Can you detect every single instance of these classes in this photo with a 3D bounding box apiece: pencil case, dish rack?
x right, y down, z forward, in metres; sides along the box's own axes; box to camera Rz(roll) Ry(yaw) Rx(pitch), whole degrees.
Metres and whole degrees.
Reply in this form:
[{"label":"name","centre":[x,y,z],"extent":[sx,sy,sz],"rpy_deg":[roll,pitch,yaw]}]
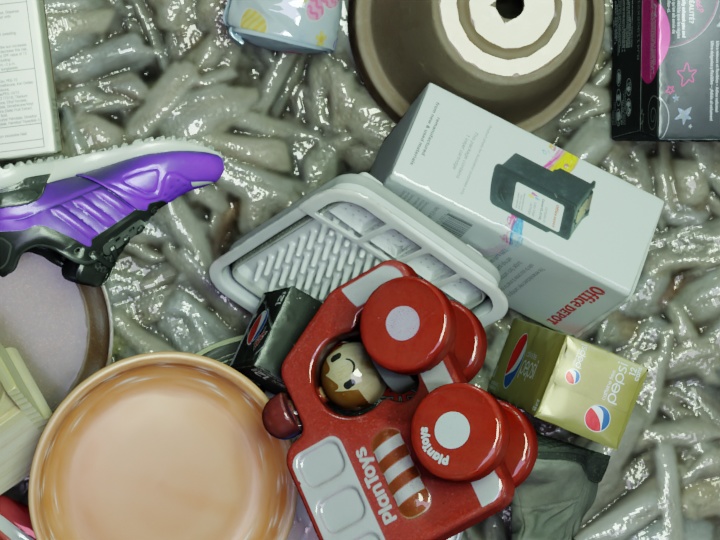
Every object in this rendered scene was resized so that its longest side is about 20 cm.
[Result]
[{"label":"pencil case","centre":[-0.045,-0.263,1.632],"extent":[0.090,0.083,0.202],"rpy_deg":[8,93,-23]},{"label":"dish rack","centre":[0.000,0.000,1.604],"extent":[0.171,0.200,0.044],"rpy_deg":[33,53,-22]}]

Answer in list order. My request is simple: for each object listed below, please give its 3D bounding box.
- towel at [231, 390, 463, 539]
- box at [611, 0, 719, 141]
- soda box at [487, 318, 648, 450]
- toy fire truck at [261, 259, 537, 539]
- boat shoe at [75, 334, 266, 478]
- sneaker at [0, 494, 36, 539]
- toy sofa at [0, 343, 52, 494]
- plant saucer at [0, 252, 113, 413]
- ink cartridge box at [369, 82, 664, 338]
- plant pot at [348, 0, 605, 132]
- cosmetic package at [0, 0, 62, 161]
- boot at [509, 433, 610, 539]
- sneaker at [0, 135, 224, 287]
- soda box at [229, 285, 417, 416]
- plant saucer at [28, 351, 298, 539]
[{"label":"towel","centre":[-0.010,0.193,1.665],"extent":[0.190,0.032,0.202],"rpy_deg":[19,88,-19]},{"label":"box","centre":[0.261,-0.199,1.644],"extent":[0.114,0.132,0.202],"rpy_deg":[0,93,-9]},{"label":"soda box","centre":[0.151,0.082,1.613],"extent":[0.067,0.200,0.065],"rpy_deg":[22,89,-7]},{"label":"toy fire truck","centre":[0.018,0.104,1.513],"extent":[0.167,0.112,0.201],"rpy_deg":[-30,72,10]},{"label":"boat shoe","centre":[-0.132,0.111,1.639],"extent":[0.199,0.066,0.072],"rpy_deg":[-24,108,-14]},{"label":"sneaker","centre":[-0.186,0.195,1.657],"extent":[0.199,0.078,0.116],"rpy_deg":[33,81,-19]},{"label":"toy sofa","centre":[-0.325,0.137,1.595],"extent":[0.199,0.098,0.083],"rpy_deg":[-36,52,-3]},{"label":"plant saucer","centre":[-0.288,0.047,1.649],"extent":[0.198,0.034,0.202],"rpy_deg":[0,92,-6]},{"label":"ink cartridge box","centre":[0.107,-0.041,1.623],"extent":[0.199,0.146,0.083],"rpy_deg":[26,71,-6]},{"label":"plant pot","centre":[0.094,-0.192,1.607],"extent":[0.198,0.175,0.202],"rpy_deg":[0,93,-5]},{"label":"cosmetic package","centre":[-0.283,-0.181,1.610],"extent":[0.102,0.087,0.202],"rpy_deg":[-6,95,-4]},{"label":"boot","centre":[0.129,0.190,1.628],"extent":[0.067,0.200,0.132],"rpy_deg":[15,87,28]},{"label":"sneaker","centre":[-0.193,-0.039,1.618],"extent":[0.198,0.070,0.101],"rpy_deg":[-11,86,-20]},{"label":"soda box","centre":[0.006,0.089,1.615],"extent":[0.199,0.063,0.071],"rpy_deg":[31,74,-17]},{"label":"plant saucer","centre":[-0.145,0.157,1.587],"extent":[0.198,0.037,0.202],"rpy_deg":[-2,97,-15]}]
